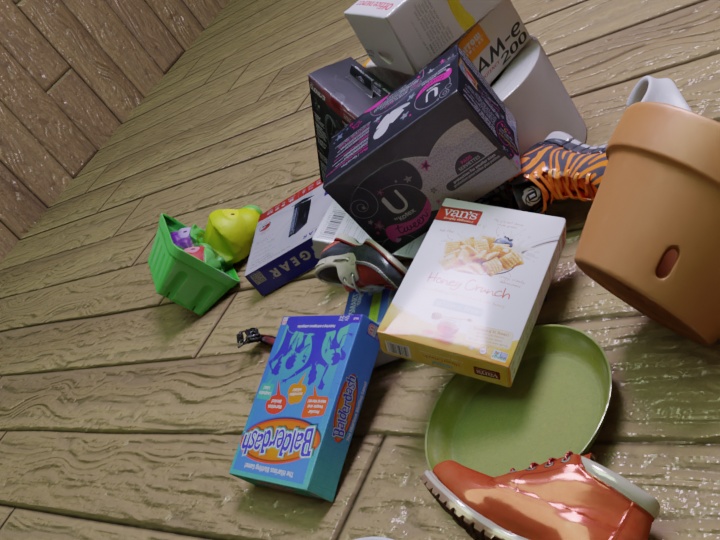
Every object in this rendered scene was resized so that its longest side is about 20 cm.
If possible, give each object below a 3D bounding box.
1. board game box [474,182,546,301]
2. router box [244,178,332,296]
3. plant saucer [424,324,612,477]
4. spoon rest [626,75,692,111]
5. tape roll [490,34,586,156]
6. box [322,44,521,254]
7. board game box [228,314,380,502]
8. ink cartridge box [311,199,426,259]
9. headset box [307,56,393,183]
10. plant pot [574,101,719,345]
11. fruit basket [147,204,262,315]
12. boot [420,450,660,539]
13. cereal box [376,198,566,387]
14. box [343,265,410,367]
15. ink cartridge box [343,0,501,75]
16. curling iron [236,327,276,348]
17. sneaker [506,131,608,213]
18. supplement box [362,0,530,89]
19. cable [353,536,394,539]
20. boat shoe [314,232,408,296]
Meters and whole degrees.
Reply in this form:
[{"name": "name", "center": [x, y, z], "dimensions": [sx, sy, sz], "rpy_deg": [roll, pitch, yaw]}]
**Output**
[{"name": "board game box", "center": [0.151, -0.042, 1.014], "dimensions": [0.133, 0.035, 0.202], "rpy_deg": [-1, 40, 13]}, {"name": "router box", "center": [-0.085, -0.071, 1.393], "dimensions": [0.198, 0.049, 0.181], "rpy_deg": [-29, 30, 21]}, {"name": "plant saucer", "center": [0.151, 0.138, 0.816], "dimensions": [0.198, 0.031, 0.201], "rpy_deg": [-31, 30, 20]}, {"name": "spoon rest", "center": [0.339, -0.167, 0.974], "dimensions": [0.097, 0.061, 0.201], "rpy_deg": [6, 36, 2]}, {"name": "tape roll", "center": [0.181, -0.196, 1.146], "dimensions": [0.201, 0.140, 0.204], "rpy_deg": [-29, 29, 18]}, {"name": "box", "center": [0.072, -0.134, 1.006], "dimensions": [0.199, 0.132, 0.116], "rpy_deg": [-31, 30, 28]}, {"name": "board game box", "center": [-0.063, 0.152, 0.993], "dimensions": [0.151, 0.045, 0.203], "rpy_deg": [-6, 60, 47]}, {"name": "ink cartridge box", "center": [0.045, -0.086, 1.243], "dimensions": [0.171, 0.044, 0.202], "rpy_deg": [12, 51, 18]}, {"name": "headset box", "center": [0.002, -0.177, 1.166], "dimensions": [0.076, 0.202, 0.149], "rpy_deg": [-26, 47, -22]}, {"name": "plant pot", "center": [0.280, -0.031, 0.751], "dimensions": [0.141, 0.199, 0.200], "rpy_deg": [-57, 28, 3]}, {"name": "fruit basket", "center": [-0.266, -0.047, 1.502], "dimensions": [0.215, 0.154, 0.218], "rpy_deg": [-41, 32, 33]}, {"name": "boot", "center": [0.141, 0.186, 0.695], "dimensions": [0.198, 0.075, 0.108], "rpy_deg": [20, 69, 42]}, {"name": "cereal box", "center": [0.120, 0.014, 0.899], "dimensions": [0.142, 0.040, 0.202], "rpy_deg": [12, 53, 24]}, {"name": "box", "center": [0.049, 0.052, 1.052], "dimensions": [0.198, 0.048, 0.123], "rpy_deg": [-24, 31, 27]}, {"name": "ink cartridge box", "center": [0.095, -0.344, 1.068], "dimensions": [0.200, 0.084, 0.145], "rpy_deg": [-42, 28, -6]}, {"name": "curling iron", "center": [-0.112, 0.108, 1.187], "dimensions": [0.049, 0.026, 0.199], "rpy_deg": [-12, 14, -36]}, {"name": "sneaker", "center": [0.233, -0.090, 0.967], "dimensions": [0.111, 0.078, 0.200], "rpy_deg": [-31, 25, -14]}, {"name": "supplement box", "center": [0.109, -0.287, 1.138], "dimensions": [0.126, 0.074, 0.199], "rpy_deg": [-48, 28, -15]}, {"name": "cable", "center": [0.000, 0.319, 0.700], "dimensions": [0.200, 0.069, 0.200], "rpy_deg": [-44, 28, -7]}, {"name": "boat shoe", "center": [0.000, 0.000, 1.061], "dimensions": [0.063, 0.071, 0.199], "rpy_deg": [-48, 24, -10]}]
